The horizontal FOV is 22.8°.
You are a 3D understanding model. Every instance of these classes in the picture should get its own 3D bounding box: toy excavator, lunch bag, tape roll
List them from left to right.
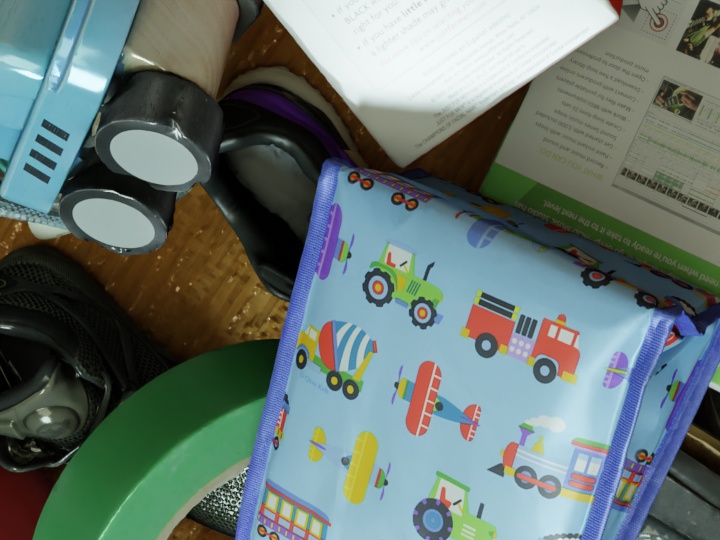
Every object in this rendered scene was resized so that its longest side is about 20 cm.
[{"bbox_3d":[-0.160,-0.087,0.742,0.199,0.101,0.195,22,150,-13],"label":"toy excavator"},{"bbox_3d":[-0.051,0.131,0.805,0.199,0.048,0.202,-18,124,-28],"label":"tape roll"},{"bbox_3d":[0.034,0.078,0.696,0.150,0.094,0.201,25,101,26],"label":"lunch bag"}]

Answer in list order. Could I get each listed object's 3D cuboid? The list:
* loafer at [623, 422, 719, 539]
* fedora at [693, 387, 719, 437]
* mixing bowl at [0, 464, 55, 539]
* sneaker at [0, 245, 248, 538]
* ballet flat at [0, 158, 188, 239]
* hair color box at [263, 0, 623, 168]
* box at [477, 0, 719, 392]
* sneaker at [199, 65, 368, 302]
[{"bbox_3d":[0.161,0.096,0.712,0.199,0.073,0.073,17,99,11],"label":"loafer"},{"bbox_3d":[0.201,0.074,0.784,0.176,0.090,0.201,-26,92,14],"label":"fedora"},{"bbox_3d":[-0.203,0.140,0.850,0.199,0.108,0.201,27,134,31],"label":"mixing bowl"},{"bbox_3d":[-0.108,0.077,0.832,0.199,0.114,0.076,40,111,-6],"label":"sneaker"},{"bbox_3d":[-0.167,-0.048,0.836,0.198,0.074,0.075,11,108,10],"label":"ballet flat"},{"bbox_3d":[0.000,-0.153,0.683,0.111,0.064,0.200,-33,107,25],"label":"hair color box"},{"bbox_3d":[0.142,-0.064,0.733,0.144,0.036,0.201,27,91,22],"label":"box"},{"bbox_3d":[-0.001,0.000,0.793,0.200,0.100,0.070,42,111,-3],"label":"sneaker"}]
